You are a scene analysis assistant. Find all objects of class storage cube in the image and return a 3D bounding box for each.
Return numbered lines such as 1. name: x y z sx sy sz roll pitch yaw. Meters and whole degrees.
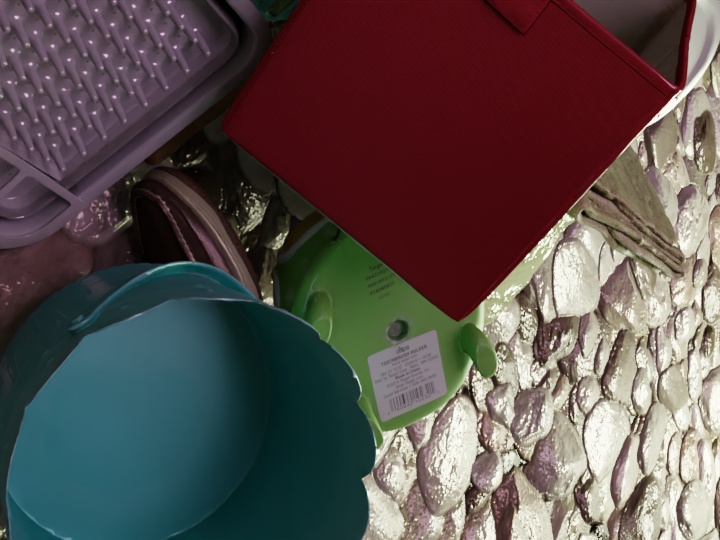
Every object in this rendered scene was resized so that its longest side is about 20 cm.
1. storage cube: 0.060 -0.116 0.639 0.199 0.180 0.171 39 33 -4

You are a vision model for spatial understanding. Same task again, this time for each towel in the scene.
1. towel: 0.114 -0.010 0.896 0.149 0.036 0.199 -55 163 16
2. towel: 0.170 -0.088 0.869 0.147 0.036 0.202 31 32 -37

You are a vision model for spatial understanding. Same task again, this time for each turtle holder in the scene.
1. turtle holder: -0.005 0.010 0.745 0.141 0.132 0.185 -47 121 0

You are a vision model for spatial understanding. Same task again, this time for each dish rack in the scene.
1. dish rack: -0.156 -0.104 0.574 0.044 0.199 0.172 58 9 27

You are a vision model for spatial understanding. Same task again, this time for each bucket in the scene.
1. bucket: -0.102 0.096 0.616 0.204 0.134 0.211 -7 106 -25

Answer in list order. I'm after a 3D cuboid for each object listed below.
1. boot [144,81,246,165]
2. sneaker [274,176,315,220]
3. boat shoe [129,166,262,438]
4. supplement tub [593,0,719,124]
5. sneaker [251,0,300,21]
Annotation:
1. boot: -0.143 -0.143 0.652 0.189 0.068 0.202 -51 153 -32
2. sneaker: 0.018 -0.063 0.837 0.198 0.086 0.076 13 82 -47
3. boat shoe: -0.101 0.039 0.712 0.075 0.074 0.205 -40 119 -34
4. supplement tub: 0.144 -0.195 0.796 0.121 0.201 0.124 -20 136 -21
5. sneaker: -0.065 -0.200 0.767 0.080 0.078 0.200 -46 138 2
